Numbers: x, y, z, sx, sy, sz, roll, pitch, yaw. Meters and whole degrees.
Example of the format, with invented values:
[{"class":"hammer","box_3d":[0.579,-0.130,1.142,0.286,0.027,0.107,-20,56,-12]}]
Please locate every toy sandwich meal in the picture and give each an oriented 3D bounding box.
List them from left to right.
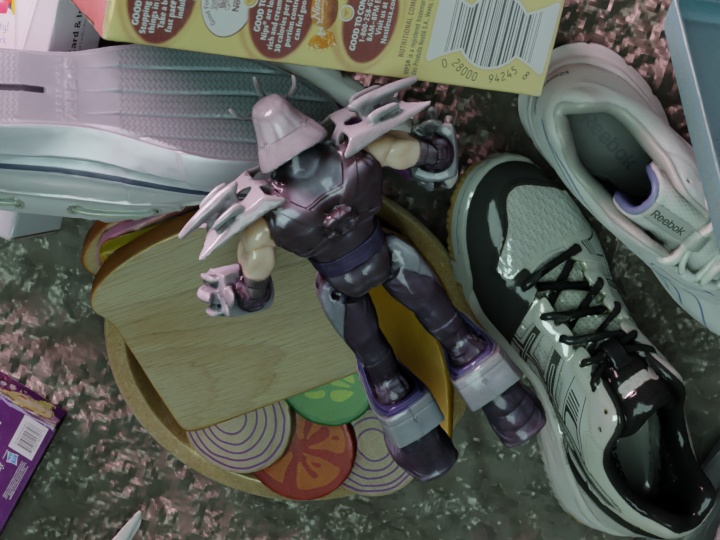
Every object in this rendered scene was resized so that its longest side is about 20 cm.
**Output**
[{"class":"toy sandwich meal","box_3d":[-0.037,0.038,0.916,0.203,0.070,0.207,2,119,4]}]

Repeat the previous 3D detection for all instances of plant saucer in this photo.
[{"class":"plant saucer","box_3d":[0.177,-0.023,0.845,0.019,0.069,0.202,-27,70,46]}]

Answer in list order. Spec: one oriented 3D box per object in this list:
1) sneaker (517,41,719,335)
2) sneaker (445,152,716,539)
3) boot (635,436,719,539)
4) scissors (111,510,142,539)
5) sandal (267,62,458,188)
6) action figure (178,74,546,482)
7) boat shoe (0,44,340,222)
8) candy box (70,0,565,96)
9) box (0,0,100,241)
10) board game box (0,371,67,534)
[{"class":"sneaker","box_3d":[0.149,-0.019,0.881,0.199,0.087,0.075,38,107,-5]},{"class":"sneaker","box_3d":[0.110,0.035,0.891,0.075,0.087,0.201,-34,110,-20]},{"class":"boot","box_3d":[0.163,0.156,0.925,0.073,0.096,0.201,27,109,0]},{"class":"scissors","box_3d":[-0.177,0.203,1.036,0.073,0.014,0.202,22,110,4]},{"class":"sandal","box_3d":[-0.046,-0.083,0.896,0.202,0.082,0.050,32,89,11]},{"class":"action figure","box_3d":[0.000,0.000,0.815,0.129,0.070,0.201,-29,119,5]},{"class":"boat shoe","box_3d":[-0.107,-0.056,0.843,0.198,0.074,0.067,8,140,-5]},{"class":"candy box","box_3d":[-0.026,-0.126,0.818,0.198,0.115,0.056,5,110,-25]},{"class":"box","box_3d":[-0.188,-0.135,0.896,0.155,0.041,0.202,24,110,26]},{"class":"board game box","box_3d":[-0.250,0.128,1.019,0.119,0.032,0.201,30,108,-5]}]
